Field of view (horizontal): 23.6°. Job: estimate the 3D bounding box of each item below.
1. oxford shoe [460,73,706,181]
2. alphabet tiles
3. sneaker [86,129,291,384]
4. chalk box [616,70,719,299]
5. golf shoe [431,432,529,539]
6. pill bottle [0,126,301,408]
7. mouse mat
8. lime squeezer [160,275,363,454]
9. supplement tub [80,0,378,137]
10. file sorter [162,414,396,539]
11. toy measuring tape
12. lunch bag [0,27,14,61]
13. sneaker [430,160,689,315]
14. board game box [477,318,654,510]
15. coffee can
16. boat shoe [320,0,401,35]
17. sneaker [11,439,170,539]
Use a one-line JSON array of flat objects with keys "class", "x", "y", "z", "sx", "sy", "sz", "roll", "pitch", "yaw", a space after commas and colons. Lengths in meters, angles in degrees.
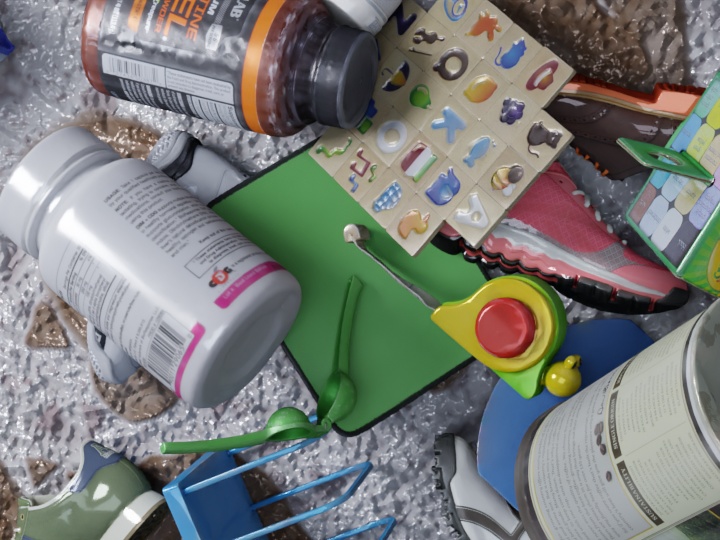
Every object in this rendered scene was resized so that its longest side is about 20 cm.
[{"class": "oxford shoe", "x": 0.164, "y": -0.099, "z": 1.207, "sx": 0.200, "sy": 0.071, "sz": 0.073, "roll": 9, "pitch": 104, "yaw": 12}, {"class": "alphabet tiles", "x": 0.054, "y": -0.109, "z": 1.203, "sx": 0.166, "sy": 0.006, "sz": 0.200, "roll": -49, "pitch": 53, "yaw": 7}, {"class": "sneaker", "x": -0.126, "y": 0.005, "z": 1.287, "sx": 0.115, "sy": 0.075, "sz": 0.200, "roll": 22, "pitch": 99, "yaw": 12}, {"class": "chalk box", "x": 0.263, "y": -0.044, "z": 1.129, "sx": 0.200, "sy": 0.124, "sz": 0.124, "roll": 27, "pitch": 105, "yaw": -17}, {"class": "golf shoe", "x": 0.122, "y": 0.196, "z": 1.261, "sx": 0.094, "sy": 0.078, "sz": 0.200, "roll": -27, "pitch": 100, "yaw": 9}, {"class": "pill bottle", "x": -0.149, "y": -0.006, "z": 1.194, "sx": 0.200, "sy": 0.113, "sz": 0.113, "roll": 38, "pitch": 105, "yaw": 17}, {"class": "mouse mat", "x": 0.000, "y": 0.000, "z": 1.247, "sx": 0.161, "sy": 0.008, "sz": 0.200, "roll": -31, "pitch": 86, "yaw": -14}, {"class": "lime squeezer", "x": -0.045, "y": 0.086, "z": 1.182, "sx": 0.038, "sy": 0.200, "sz": 0.071, "roll": -9, "pitch": 117, "yaw": 54}, {"class": "supplement tub", "x": -0.091, "y": -0.157, "z": 1.232, "sx": 0.200, "sy": 0.107, "sz": 0.107, "roll": 14, "pitch": 101, "yaw": 17}, {"class": "file sorter", "x": -0.035, "y": 0.216, "z": 1.265, "sx": 0.123, "sy": 0.139, "sz": 0.200, "roll": -22, "pitch": 92, "yaw": 13}, {"class": "toy measuring tape", "x": 0.080, "y": 0.013, "z": 1.207, "sx": 0.200, "sy": 0.074, "sz": 0.074, "roll": 41, "pitch": 105, "yaw": 15}, {"class": "lunch bag", "x": -0.393, "y": -0.200, "z": 1.303, "sx": 0.170, "sy": 0.124, "sz": 0.200, "roll": -36, "pitch": 75, "yaw": 15}, {"class": "sneaker", "x": 0.145, "y": -0.032, "z": 1.221, "sx": 0.200, "sy": 0.074, "sz": 0.087, "roll": 21, "pitch": 81, "yaw": 3}, {"class": "board game box", "x": 0.182, "y": 0.134, "z": 1.239, "sx": 0.200, "sy": 0.039, "sz": 0.158, "roll": 43, "pitch": 79, "yaw": 3}, {"class": "coffee can", "x": 0.211, "y": 0.116, "z": 1.099, "sx": 0.146, "sy": 0.146, "sz": 0.200, "roll": 50, "pitch": 142, "yaw": 3}, {"class": "boat shoe", "x": -0.047, "y": -0.253, "z": 1.240, "sx": 0.200, "sy": 0.072, "sz": 0.069, "roll": 41, "pitch": 83, "yaw": 12}, {"class": "sneaker", "x": -0.241, "y": 0.216, "z": 1.355, "sx": 0.200, "sy": 0.067, "sz": 0.090, "roll": -46, "pitch": 78, "yaw": 15}]
